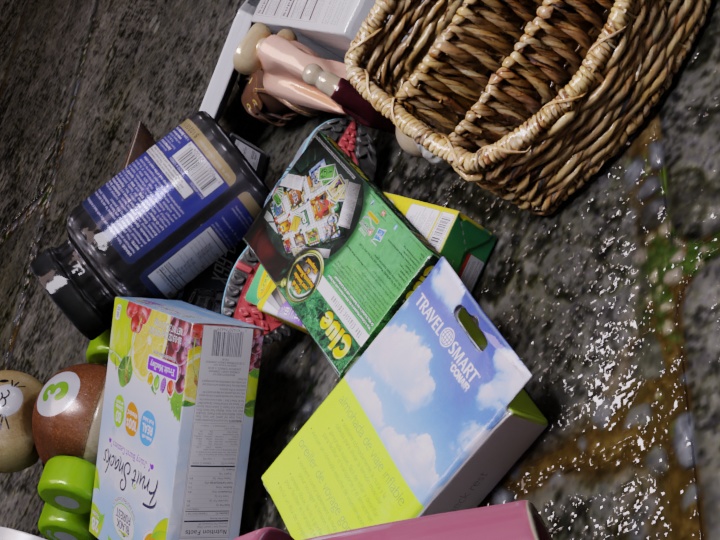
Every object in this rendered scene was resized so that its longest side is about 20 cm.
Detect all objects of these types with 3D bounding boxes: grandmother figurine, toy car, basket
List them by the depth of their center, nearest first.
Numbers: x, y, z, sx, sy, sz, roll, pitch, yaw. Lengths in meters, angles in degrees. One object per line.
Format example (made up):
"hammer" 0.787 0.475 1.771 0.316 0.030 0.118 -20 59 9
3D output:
"basket" 0.108 -0.155 0.876 0.201 0.148 0.143 -53 30 12
"grandmother figurine" 0.001 -0.133 1.053 0.199 0.121 0.061 30 115 31
"toy car" -0.307 0.129 1.212 0.158 0.198 0.165 110 174 -56

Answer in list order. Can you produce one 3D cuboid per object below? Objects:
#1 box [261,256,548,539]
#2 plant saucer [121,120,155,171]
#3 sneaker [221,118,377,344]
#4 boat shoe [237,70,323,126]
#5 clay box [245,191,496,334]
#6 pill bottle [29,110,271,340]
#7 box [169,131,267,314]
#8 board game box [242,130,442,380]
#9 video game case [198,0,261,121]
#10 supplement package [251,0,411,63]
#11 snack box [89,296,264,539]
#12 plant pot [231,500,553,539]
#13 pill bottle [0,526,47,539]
"box" 0.029 0.106 0.854 0.200 0.047 0.122 -52 45 17
"plant saucer" -0.253 -0.059 1.444 0.200 0.032 0.202 -161 90 -79
"sneaker" -0.050 -0.027 1.118 0.201 0.079 0.095 -60 12 -5
"boat shoe" -0.072 -0.165 1.261 0.068 0.072 0.200 -62 22 9
"clay box" 0.000 0.000 0.995 0.199 0.047 0.116 19 82 54
"pill bottle" -0.179 -0.035 1.167 0.200 0.112 0.112 -38 29 -5
"box" -0.168 -0.014 1.297 0.157 0.050 0.201 -25 45 48
"board game box" -0.016 -0.014 0.965 0.105 0.023 0.200 -51 37 10
"video game case" -0.128 -0.199 1.332 0.200 0.017 0.144 -86 19 -72
"supplement package" 0.010 -0.224 1.127 0.110 0.113 0.200 -63 29 0
"snack box" -0.148 0.130 1.065 0.168 0.067 0.202 10 95 60
"plant pot" 0.024 0.202 0.651 0.178 0.201 0.201 -23 38 8
"pill bottle" -0.316 0.330 1.173 0.112 0.112 0.201 -13 55 54
